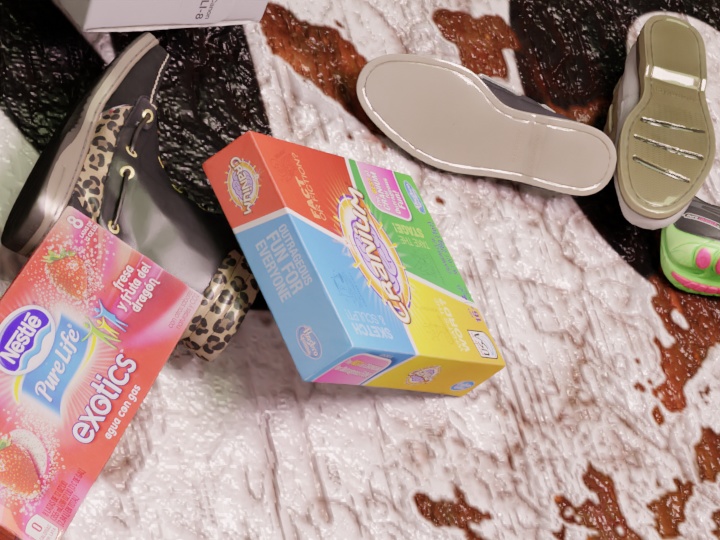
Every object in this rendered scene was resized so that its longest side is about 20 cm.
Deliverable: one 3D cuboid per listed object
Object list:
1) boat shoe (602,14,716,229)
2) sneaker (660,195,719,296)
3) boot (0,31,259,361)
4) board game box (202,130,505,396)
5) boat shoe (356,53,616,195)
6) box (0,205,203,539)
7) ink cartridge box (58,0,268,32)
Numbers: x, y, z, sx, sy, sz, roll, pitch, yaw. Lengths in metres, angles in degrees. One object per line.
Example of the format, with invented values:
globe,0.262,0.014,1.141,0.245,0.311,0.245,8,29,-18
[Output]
boat shoe,0.221,-0.100,1.488,0.075,0.068,0.200,20,49,-4
sneaker,0.313,-0.019,1.489,0.200,0.077,0.084,13,56,-27
boot,-0.121,-0.046,1.223,0.150,0.073,0.200,35,39,-13
board game box,0.000,0.000,1.237,0.200,0.040,0.153,10,50,-60
boat shoe,0.084,-0.104,1.426,0.200,0.073,0.063,18,7,-15
box,-0.180,0.077,1.075,0.095,0.103,0.200,34,47,-7
ink cartridge box,-0.147,-0.269,1.279,0.144,0.146,0.200,-10,47,-39
